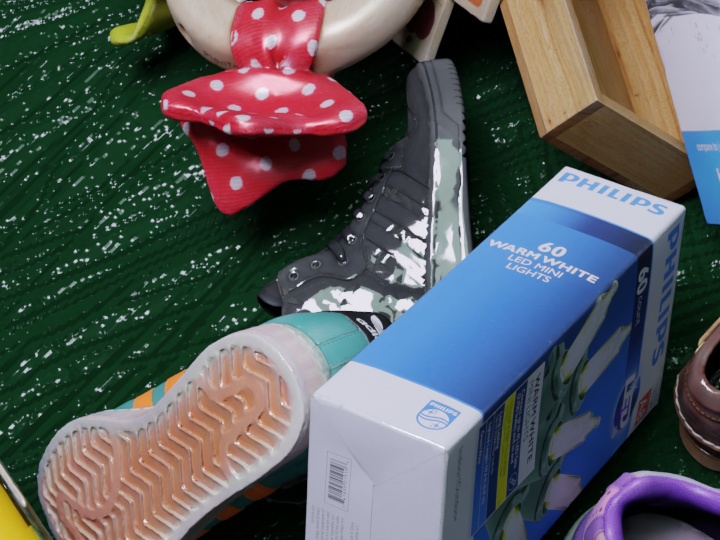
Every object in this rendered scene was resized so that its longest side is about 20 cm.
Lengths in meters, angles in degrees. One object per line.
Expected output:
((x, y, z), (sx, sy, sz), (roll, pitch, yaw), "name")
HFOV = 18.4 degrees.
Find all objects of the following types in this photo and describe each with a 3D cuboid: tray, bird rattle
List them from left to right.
((-0.040, -0.133, 1.017), (0.163, 0.113, 0.200), (-36, 47, -6), "bird rattle")
((0.098, -0.133, 1.034), (0.037, 0.099, 0.200), (-34, 54, 28), "tray")

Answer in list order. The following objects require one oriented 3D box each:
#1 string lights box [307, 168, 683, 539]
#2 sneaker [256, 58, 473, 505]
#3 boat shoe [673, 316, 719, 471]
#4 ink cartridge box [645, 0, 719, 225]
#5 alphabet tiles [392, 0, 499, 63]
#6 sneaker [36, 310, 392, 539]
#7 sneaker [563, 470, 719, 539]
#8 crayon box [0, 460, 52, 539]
((0.055, 0.051, 0.877), (0.059, 0.103, 0.200), (20, 37, 25), "string lights box")
((0.000, 0.001, 0.990), (0.104, 0.060, 0.200), (-5, 70, 4), "sneaker")
((0.219, 0.012, 0.951), (0.200, 0.070, 0.070), (-37, 61, -14), "boat shoe")
((0.202, -0.133, 0.960), (0.146, 0.086, 0.201), (-18, 98, -11), "ink cartridge box")
((0.041, -0.205, 1.037), (0.006, 0.201, 0.166), (7, 22, -32), "alphabet tiles")
((-0.057, 0.071, 0.921), (0.080, 0.200, 0.072), (-17, 80, -44), "sneaker")
((0.168, 0.136, 0.876), (0.200, 0.089, 0.081), (23, 65, 19), "sneaker")
((-0.155, 0.100, 0.878), (0.052, 0.200, 0.126), (-33, 61, -11), "crayon box")
